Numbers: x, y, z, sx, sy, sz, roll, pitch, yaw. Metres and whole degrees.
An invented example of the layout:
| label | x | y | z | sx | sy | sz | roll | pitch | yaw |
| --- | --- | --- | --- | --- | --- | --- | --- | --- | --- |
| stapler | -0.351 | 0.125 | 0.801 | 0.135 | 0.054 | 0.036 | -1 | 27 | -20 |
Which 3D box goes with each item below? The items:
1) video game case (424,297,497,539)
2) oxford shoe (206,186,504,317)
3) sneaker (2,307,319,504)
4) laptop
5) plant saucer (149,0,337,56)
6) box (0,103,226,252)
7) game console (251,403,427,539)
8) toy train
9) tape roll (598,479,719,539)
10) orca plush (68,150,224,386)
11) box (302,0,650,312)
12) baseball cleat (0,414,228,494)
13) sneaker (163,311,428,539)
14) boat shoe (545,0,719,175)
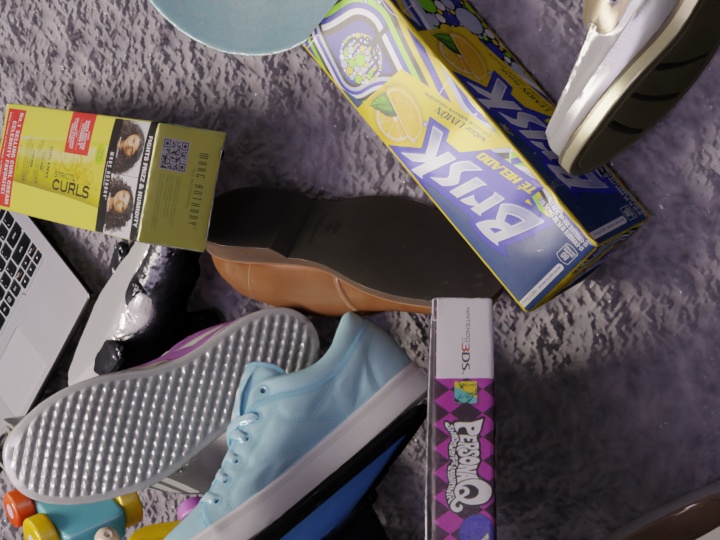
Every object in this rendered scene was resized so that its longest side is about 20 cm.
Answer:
| label | x | y | z | sx | sy | sz | roll | pitch | yaw |
| --- | --- | --- | --- | --- | --- | --- | --- | --- | --- |
| video game case | 0.054 | 0.130 | 0.919 | 0.036 | 0.200 | 0.182 | 0 | 70 | 3 |
| oxford shoe | 0.000 | 0.000 | 1.039 | 0.200 | 0.071 | 0.071 | 12 | 139 | 29 |
| sneaker | -0.126 | 0.085 | 1.061 | 0.073 | 0.200 | 0.114 | 70 | 161 | -4 |
| laptop | -0.314 | 0.022 | 1.208 | 0.200 | 0.116 | 0.187 | 49 | 125 | 24 |
| plant saucer | -0.062 | -0.228 | 1.018 | 0.201 | 0.039 | 0.201 | 10 | 109 | 32 |
| box | -0.161 | -0.061 | 1.076 | 0.200 | 0.050 | 0.075 | 14 | 94 | 53 |
| game console | -0.024 | 0.197 | 0.958 | 0.116 | 0.200 | 0.176 | -8 | 111 | 49 |
| toy train | -0.114 | 0.149 | 1.066 | 0.200 | 0.150 | 0.056 | 8 | 124 | 13 |
| tape roll | 0.188 | 0.193 | 0.875 | 0.203 | 0.203 | 0.139 | -29 | 88 | 36 |
| orca plush | -0.123 | 0.012 | 1.132 | 0.200 | 0.071 | 0.105 | -65 | 22 | 18 |
| box | 0.063 | -0.078 | 0.958 | 0.200 | 0.070 | 0.064 | 50 | 127 | 12 |
| baseball cleat | -0.160 | 0.123 | 1.144 | 0.200 | 0.106 | 0.070 | -6 | 96 | 33 |
| sneaker | -0.054 | 0.100 | 0.986 | 0.082 | 0.200 | 0.074 | 47 | 155 | 9 |
| boat shoe | 0.151 | -0.141 | 0.886 | 0.068 | 0.075 | 0.200 | 45 | 116 | 22 |
